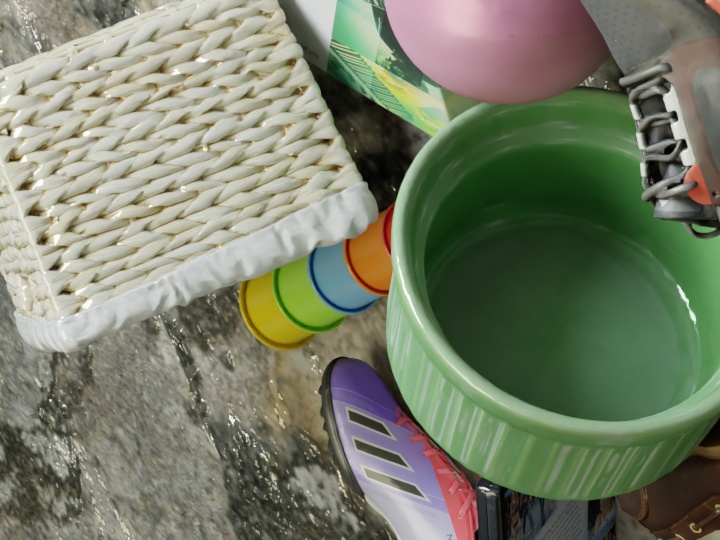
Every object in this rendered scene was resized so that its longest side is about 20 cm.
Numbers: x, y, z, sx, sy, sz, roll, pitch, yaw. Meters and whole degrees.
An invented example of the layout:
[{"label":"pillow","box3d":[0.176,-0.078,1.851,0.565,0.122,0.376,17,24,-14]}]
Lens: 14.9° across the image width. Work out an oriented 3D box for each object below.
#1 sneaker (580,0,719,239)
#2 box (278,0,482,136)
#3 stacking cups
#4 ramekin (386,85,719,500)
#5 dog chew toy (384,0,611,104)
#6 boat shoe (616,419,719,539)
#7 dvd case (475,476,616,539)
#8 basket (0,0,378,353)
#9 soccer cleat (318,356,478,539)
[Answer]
[{"label":"sneaker","box3d":[0.159,-0.065,1.287,0.200,0.082,0.077,47,165,-12]},{"label":"box","box3d":[-0.007,-0.168,1.475,0.144,0.036,0.200,33,157,36]},{"label":"stacking cups","box3d":[0.000,0.000,1.623,0.200,0.060,0.061,-22,96,57]},{"label":"ramekin","box3d":[0.106,0.017,1.374,0.200,0.200,0.098,47,153,19]},{"label":"dog chew toy","box3d":[0.076,-0.184,1.332,0.124,0.124,0.201,30,129,38]},{"label":"boat shoe","box3d":[0.201,0.102,1.426,0.071,0.070,0.200,58,154,-4]},{"label":"dvd case","box3d":[0.106,0.160,1.529,0.017,0.143,0.201,14,127,26]},{"label":"basket","box3d":[-0.121,-0.062,1.582,0.198,0.199,0.162,-179,68,-76]},{"label":"soccer cleat","box3d":[0.043,0.137,1.680,0.073,0.068,0.201,-26,89,34]}]
